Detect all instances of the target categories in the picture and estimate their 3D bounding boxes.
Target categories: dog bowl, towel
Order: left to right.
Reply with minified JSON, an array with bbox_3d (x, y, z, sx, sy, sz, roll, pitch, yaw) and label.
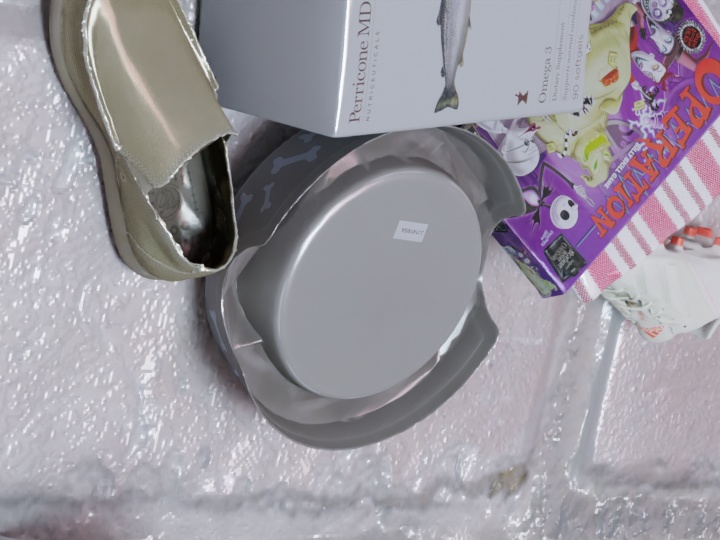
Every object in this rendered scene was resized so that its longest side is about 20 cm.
[{"bbox_3d":[0.000,0.000,1.451,0.200,0.059,0.200,-21,127,-30],"label":"dog bowl"},{"bbox_3d":[0.163,-0.090,1.597,0.200,0.030,0.146,-38,101,-28],"label":"towel"}]

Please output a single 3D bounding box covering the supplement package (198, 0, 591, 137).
[{"bbox_3d":[0.022,-0.145,1.405,0.200,0.117,0.117,-10,111,-44],"label":"supplement package"}]

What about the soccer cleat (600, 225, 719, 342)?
[{"bbox_3d":[0.186,0.009,1.669,0.200,0.069,0.078,5,103,-50],"label":"soccer cleat"}]

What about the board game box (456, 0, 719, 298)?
[{"bbox_3d":[0.139,-0.093,1.553,0.200,0.032,0.120,-48,110,-26],"label":"board game box"}]

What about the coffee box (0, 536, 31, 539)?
[{"bbox_3d":[-0.133,0.276,1.286,0.200,0.200,0.198,-49,138,-56],"label":"coffee box"}]

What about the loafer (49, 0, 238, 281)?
[{"bbox_3d":[-0.102,-0.081,1.335,0.076,0.068,0.200,-37,127,-32],"label":"loafer"}]
